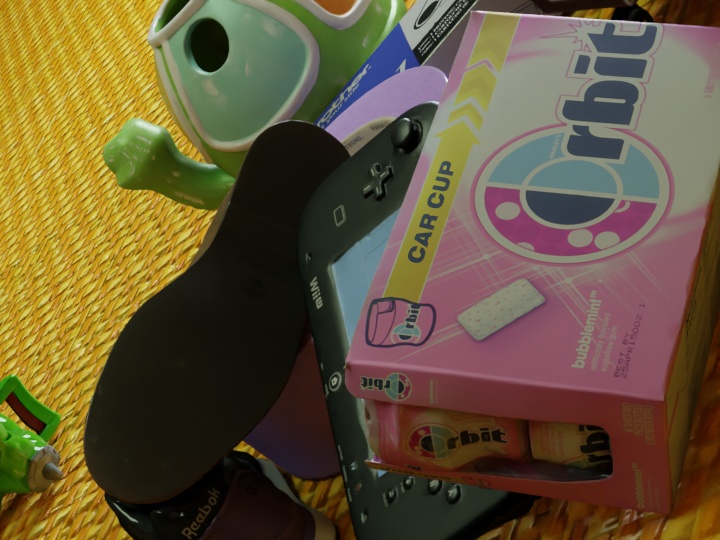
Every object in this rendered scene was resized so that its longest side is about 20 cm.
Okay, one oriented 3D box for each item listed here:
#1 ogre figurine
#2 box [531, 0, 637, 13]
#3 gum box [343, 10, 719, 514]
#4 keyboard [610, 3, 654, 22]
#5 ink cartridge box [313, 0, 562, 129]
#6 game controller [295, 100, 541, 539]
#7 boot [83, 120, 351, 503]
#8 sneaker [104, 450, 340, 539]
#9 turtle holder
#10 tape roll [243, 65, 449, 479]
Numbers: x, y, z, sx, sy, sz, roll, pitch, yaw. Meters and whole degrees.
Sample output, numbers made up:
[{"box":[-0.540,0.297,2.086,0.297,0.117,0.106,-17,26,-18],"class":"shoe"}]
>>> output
[{"box":[-0.257,0.101,1.439,0.200,0.120,0.098,-30,34,51],"class":"ogre figurine"},{"box":[0.152,-0.210,1.044,0.200,0.075,0.100,-43,15,-11],"class":"box"},{"box":[0.075,-0.005,0.847,0.113,0.066,0.200,6,48,17],"class":"gum box"},{"box":[0.103,-0.033,0.991,0.104,0.039,0.200,113,177,-51],"class":"keyboard"},{"box":[0.047,-0.117,1.223,0.200,0.044,0.094,-49,18,11],"class":"ink cartridge box"},{"box":[0.024,0.026,0.937,0.104,0.042,0.201,-33,49,24],"class":"game controller"},{"box":[-0.064,0.029,1.028,0.200,0.073,0.075,-60,2,-30],"class":"boot"},{"box":[-0.082,0.104,1.075,0.076,0.087,0.200,-57,20,-11],"class":"sneaker"},{"box":[-0.062,-0.119,1.346,0.185,0.132,0.141,-28,32,50],"class":"turtle holder"},{"box":[0.000,0.000,1.103,0.200,0.066,0.200,-46,20,22],"class":"tape roll"}]
